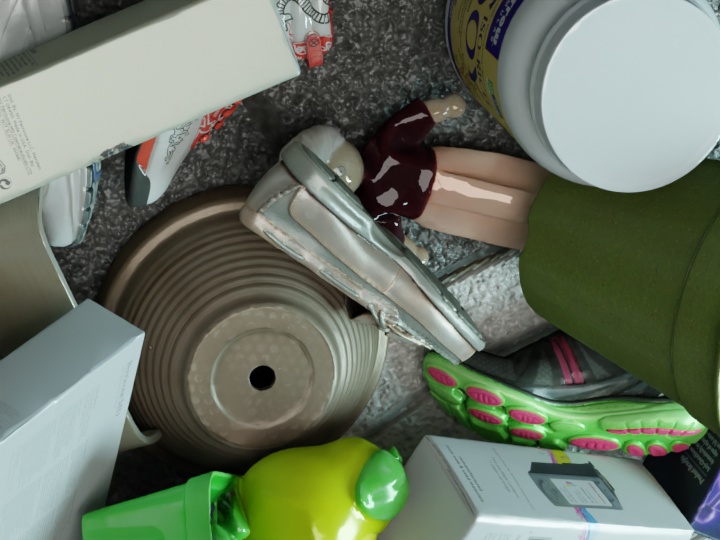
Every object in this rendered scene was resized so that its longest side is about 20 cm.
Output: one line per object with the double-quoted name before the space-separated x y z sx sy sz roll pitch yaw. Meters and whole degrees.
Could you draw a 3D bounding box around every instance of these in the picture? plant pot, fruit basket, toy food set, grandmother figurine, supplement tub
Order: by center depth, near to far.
"supplement tub" 0.142 -0.137 1.629 0.144 0.200 0.146 -4 110 -12
"toy food set" -0.227 0.043 1.669 0.143 0.061 0.201 -13 118 19
"plant pot" 0.209 0.000 1.671 0.200 0.189 0.201 -28 129 -41
"fruit basket" -0.064 0.188 1.672 0.214 0.216 0.157 -1 83 -13
"plant pot" -0.071 0.054 1.705 0.200 0.093 0.202 -5 111 -13
"grandmother figurine" 0.041 -0.058 1.712 0.199 0.061 0.122 9 98 -19

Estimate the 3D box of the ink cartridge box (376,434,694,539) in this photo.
"ink cartridge box" 0.099 0.195 1.742 0.199 0.086 0.148 9 123 -40

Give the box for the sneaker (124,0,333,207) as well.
"sneaker" -0.079 -0.126 1.652 0.107 0.067 0.202 13 103 -15

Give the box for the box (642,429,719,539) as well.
"box" 0.311 0.099 1.806 0.147 0.104 0.201 21 103 -20

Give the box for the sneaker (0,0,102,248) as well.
"sneaker" -0.210 -0.110 1.634 0.087 0.075 0.201 -9 104 1

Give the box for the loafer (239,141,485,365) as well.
"loafer" 0.000 0.000 1.671 0.063 0.072 0.200 -42 122 5

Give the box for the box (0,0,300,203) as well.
"box" -0.143 -0.114 1.563 0.199 0.082 0.069 -23 107 -7

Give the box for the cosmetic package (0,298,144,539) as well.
"cosmetic package" -0.208 0.135 1.593 0.052 0.151 0.201 30 127 19

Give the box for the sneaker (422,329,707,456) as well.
"sneaker" 0.140 0.075 1.782 0.199 0.084 0.077 8 149 -4
